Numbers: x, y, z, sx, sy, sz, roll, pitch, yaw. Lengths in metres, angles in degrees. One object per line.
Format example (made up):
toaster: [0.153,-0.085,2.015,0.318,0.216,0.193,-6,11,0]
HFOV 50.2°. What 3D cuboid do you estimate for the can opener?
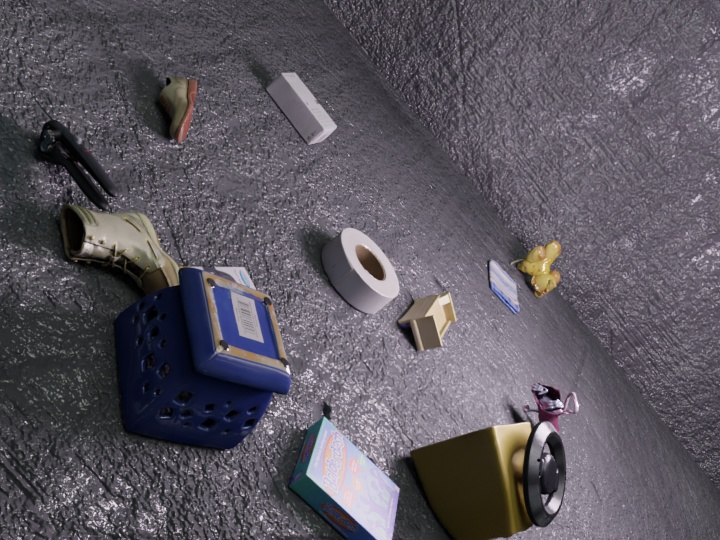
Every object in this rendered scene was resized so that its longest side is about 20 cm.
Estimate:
can opener: [-0.444,-0.170,1.216,0.200,0.064,0.078,41,21,27]

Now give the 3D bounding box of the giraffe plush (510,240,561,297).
giraffe plush: [0.693,0.005,2.914,0.164,0.198,0.173,65,3,17]

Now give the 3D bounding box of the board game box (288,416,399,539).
board game box: [-0.022,0.366,1.296,0.200,0.045,0.153,45,25,-13]

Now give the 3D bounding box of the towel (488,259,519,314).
towel: [0.499,0.053,2.677,0.147,0.024,0.201,44,25,-15]

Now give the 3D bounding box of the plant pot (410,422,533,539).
plant pot: [0.245,0.427,1.525,0.195,0.193,0.203,11,60,-55]

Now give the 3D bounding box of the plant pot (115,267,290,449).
plant pot: [-0.221,0.121,1.119,0.199,0.179,0.202,24,36,-44]

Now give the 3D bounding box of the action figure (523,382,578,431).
action figure: [0.514,0.391,2.086,0.135,0.147,0.202,-81,161,-48]

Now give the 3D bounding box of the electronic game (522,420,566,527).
electronic game: [0.360,0.398,1.508,0.199,0.041,0.203,9,80,-57]

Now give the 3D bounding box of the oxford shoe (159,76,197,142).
oxford shoe: [-0.390,-0.340,1.615,0.073,0.071,0.201,13,39,-17]

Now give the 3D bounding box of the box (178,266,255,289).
box: [-0.237,0.051,1.355,0.199,0.041,0.120,-3,58,-59]

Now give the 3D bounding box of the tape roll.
tape roll: [0.000,0.000,1.808,0.202,0.071,0.204,40,27,-25]

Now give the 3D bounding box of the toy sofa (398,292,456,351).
toy sofa: [0.172,0.129,1.943,0.200,0.096,0.084,-43,118,-66]

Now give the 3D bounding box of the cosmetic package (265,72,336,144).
cosmetic package: [-0.163,-0.453,2.141,0.201,0.074,0.102,53,24,0]

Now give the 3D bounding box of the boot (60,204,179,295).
boot: [-0.367,-0.017,1.181,0.154,0.072,0.201,9,42,-58]
